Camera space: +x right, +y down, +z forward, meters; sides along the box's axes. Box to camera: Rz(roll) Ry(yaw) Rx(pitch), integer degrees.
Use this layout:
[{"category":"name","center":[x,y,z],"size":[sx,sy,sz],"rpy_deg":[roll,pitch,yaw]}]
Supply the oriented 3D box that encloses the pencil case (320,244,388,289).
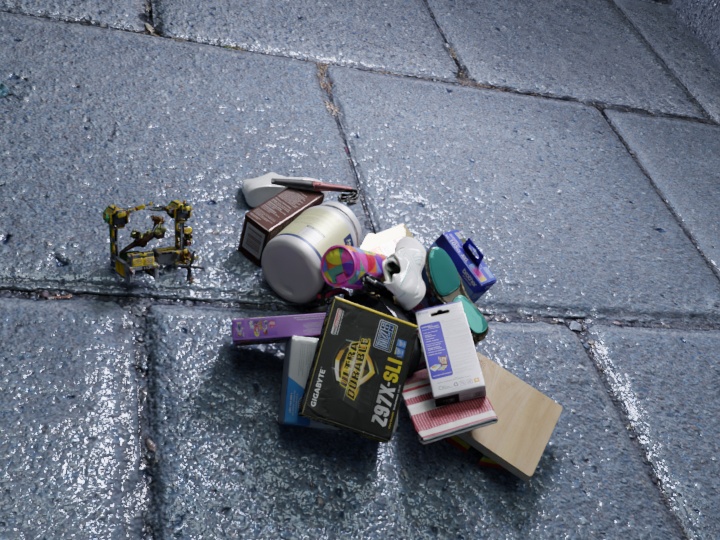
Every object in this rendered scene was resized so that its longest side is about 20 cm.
[{"category":"pencil case","center":[0.000,0.000,1.634],"size":[0.088,0.089,0.199],"rpy_deg":[44,16,25]}]

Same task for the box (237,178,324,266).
[{"category":"box","center":[-0.167,-0.105,1.758],"size":[0.074,0.101,0.199],"rpy_deg":[35,41,17]}]

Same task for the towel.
[{"category":"towel","center":[0.151,0.231,1.477],"size":[0.141,0.023,0.201],"rpy_deg":[-16,26,-3]}]

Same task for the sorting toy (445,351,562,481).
[{"category":"sorting toy","center":[0.251,0.282,1.542],"size":[0.197,0.070,0.200],"rpy_deg":[32,41,12]}]

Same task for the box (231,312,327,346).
[{"category":"box","center":[-0.132,0.106,1.488],"size":[0.195,0.137,0.040],"rpy_deg":[-3,82,-9]}]

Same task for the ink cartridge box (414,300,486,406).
[{"category":"ink cartridge box","center":[0.161,0.148,1.503],"size":[0.092,0.037,0.203],"rpy_deg":[-12,48,2]}]

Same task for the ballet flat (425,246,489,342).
[{"category":"ballet flat","center":[0.176,0.054,1.604],"size":[0.067,0.075,0.202],"rpy_deg":[-26,77,-23]}]

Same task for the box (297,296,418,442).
[{"category":"box","center":[-0.002,0.167,1.385],"size":[0.157,0.049,0.204],"rpy_deg":[20,73,-11]}]

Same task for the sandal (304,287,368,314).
[{"category":"sandal","center":[-0.051,0.057,1.624],"size":[0.199,0.074,0.046],"rpy_deg":[-19,94,-61]}]

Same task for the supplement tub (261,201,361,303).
[{"category":"supplement tub","center":[-0.095,-0.042,1.686],"size":[0.143,0.147,0.200],"rpy_deg":[31,41,12]}]

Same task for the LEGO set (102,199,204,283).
[{"category":"LEGO set","center":[-0.385,-0.055,1.563],"size":[0.197,0.157,0.115],"rpy_deg":[0,15,-39]}]

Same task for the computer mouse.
[{"category":"computer mouse","center":[0.070,0.100,1.555],"size":[0.138,0.052,0.203],"rpy_deg":[34,33,-63]}]

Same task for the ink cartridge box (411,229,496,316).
[{"category":"ink cartridge box","center":[0.180,0.015,1.677],"size":[0.137,0.200,0.076],"rpy_deg":[52,31,16]}]

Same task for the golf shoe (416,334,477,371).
[{"category":"golf shoe","center":[0.148,0.139,1.636],"size":[0.196,0.093,0.073],"rpy_deg":[-9,51,-29]}]

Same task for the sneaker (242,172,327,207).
[{"category":"sneaker","center":[-0.173,-0.193,1.882],"size":[0.196,0.077,0.089],"rpy_deg":[-2,33,-24]}]

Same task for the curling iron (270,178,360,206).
[{"category":"curling iron","center":[-0.094,-0.176,1.769],"size":[0.195,0.026,0.050],"rpy_deg":[12,37,-8]}]

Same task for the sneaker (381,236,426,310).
[{"category":"sneaker","center":[0.083,-0.013,1.619],"size":[0.080,0.070,0.202],"rpy_deg":[39,27,-23]}]

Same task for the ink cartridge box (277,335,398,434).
[{"category":"ink cartridge box","center":[-0.036,0.202,1.437],"size":[0.195,0.084,0.149],"rpy_deg":[8,76,-12]}]

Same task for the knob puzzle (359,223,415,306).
[{"category":"knob puzzle","center":[0.068,0.005,1.787],"size":[0.215,0.031,0.224],"rpy_deg":[13,54,-17]}]
